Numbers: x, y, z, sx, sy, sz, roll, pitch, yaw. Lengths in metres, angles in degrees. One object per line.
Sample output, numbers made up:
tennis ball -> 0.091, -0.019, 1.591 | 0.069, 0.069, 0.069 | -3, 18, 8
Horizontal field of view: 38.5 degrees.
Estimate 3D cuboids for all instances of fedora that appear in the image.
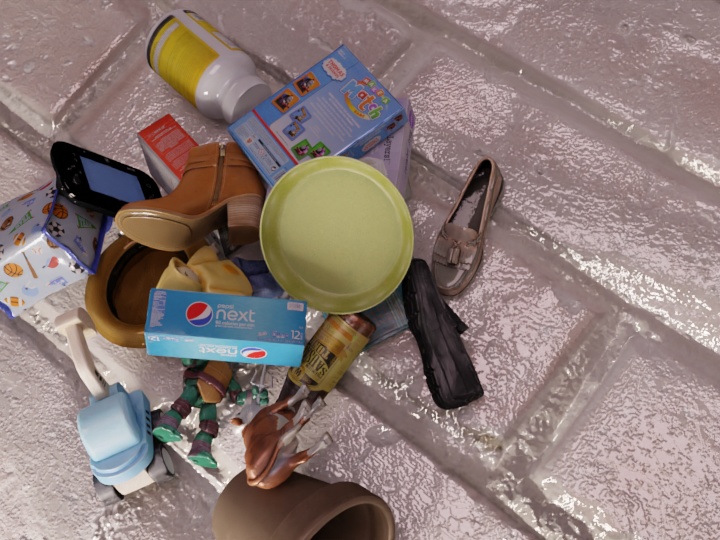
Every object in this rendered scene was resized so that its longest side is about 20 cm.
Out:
fedora -> -0.287, 0.031, 1.448 | 0.198, 0.082, 0.203 | -5, 57, 8

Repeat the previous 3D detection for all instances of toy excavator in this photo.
toy excavator -> -0.329, 0.170, 1.338 | 0.099, 0.201, 0.195 | -22, 40, 2

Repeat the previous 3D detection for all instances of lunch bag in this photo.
lunch bag -> -0.452, -0.055, 1.477 | 0.169, 0.124, 0.201 | -26, 40, 19

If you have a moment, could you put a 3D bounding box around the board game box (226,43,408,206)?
board game box -> -0.058, -0.194, 1.371 | 0.199, 0.037, 0.152 | -37, 59, -5

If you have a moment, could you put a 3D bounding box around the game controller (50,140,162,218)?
game controller -> -0.356, -0.120, 1.473 | 0.042, 0.199, 0.105 | -29, 63, 26

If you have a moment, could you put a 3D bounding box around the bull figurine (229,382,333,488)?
bull figurine -> -0.101, 0.196, 1.253 | 0.121, 0.200, 0.065 | -38, 109, 4

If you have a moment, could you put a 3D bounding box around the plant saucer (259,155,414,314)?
plant saucer -> -0.028, -0.046, 1.300 | 0.197, 0.031, 0.203 | 3, 104, 10

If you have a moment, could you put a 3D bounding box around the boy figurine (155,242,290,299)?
boy figurine -> -0.185, 0.007, 1.372 | 0.125, 0.198, 0.065 | 55, 130, 33

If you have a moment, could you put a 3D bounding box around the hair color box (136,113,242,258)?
hair color box -> -0.237, -0.123, 1.490 | 0.061, 0.102, 0.200 | -35, 65, -18

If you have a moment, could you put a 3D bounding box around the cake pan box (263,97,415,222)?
cake pan box -> -0.026, -0.143, 1.384 | 0.182, 0.052, 0.202 | 3, 62, 15

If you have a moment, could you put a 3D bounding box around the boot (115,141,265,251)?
boot -> -0.227, -0.107, 1.376 | 0.197, 0.074, 0.156 | 3, 52, -17

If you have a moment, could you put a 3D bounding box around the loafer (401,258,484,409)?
loafer -> 0.106, 0.079, 1.344 | 0.070, 0.068, 0.203 | -14, 78, -16

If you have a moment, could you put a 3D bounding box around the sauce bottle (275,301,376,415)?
sauce bottle -> -0.059, 0.136, 1.348 | 0.066, 0.066, 0.201 | 36, 92, 23

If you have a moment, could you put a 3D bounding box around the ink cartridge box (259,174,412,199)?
ink cartridge box -> -0.044, -0.135, 1.467 | 0.198, 0.083, 0.148 | -27, 65, 0

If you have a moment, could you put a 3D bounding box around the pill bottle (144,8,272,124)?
pill bottle -> -0.228, -0.301, 1.563 | 0.112, 0.112, 0.200 | -44, 65, -9

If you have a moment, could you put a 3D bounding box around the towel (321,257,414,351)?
towel -> 0.000, 0.000, 1.390 | 0.145, 0.022, 0.202 | -27, 89, -1

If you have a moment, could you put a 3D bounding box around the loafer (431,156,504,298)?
loafer -> 0.142, -0.063, 1.408 | 0.071, 0.063, 0.202 | 16, 71, 19

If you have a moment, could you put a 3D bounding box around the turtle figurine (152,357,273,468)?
turtle figurine -> -0.194, 0.150, 1.370 | 0.149, 0.101, 0.202 | 30, 59, -14

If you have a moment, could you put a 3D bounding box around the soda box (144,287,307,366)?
soda box -> -0.169, 0.073, 1.300 | 0.197, 0.068, 0.065 | 6, 61, -6

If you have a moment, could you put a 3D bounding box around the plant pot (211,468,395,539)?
plant pot -> -0.085, 0.323, 1.236 | 0.174, 0.201, 0.201 | 24, 72, 39
